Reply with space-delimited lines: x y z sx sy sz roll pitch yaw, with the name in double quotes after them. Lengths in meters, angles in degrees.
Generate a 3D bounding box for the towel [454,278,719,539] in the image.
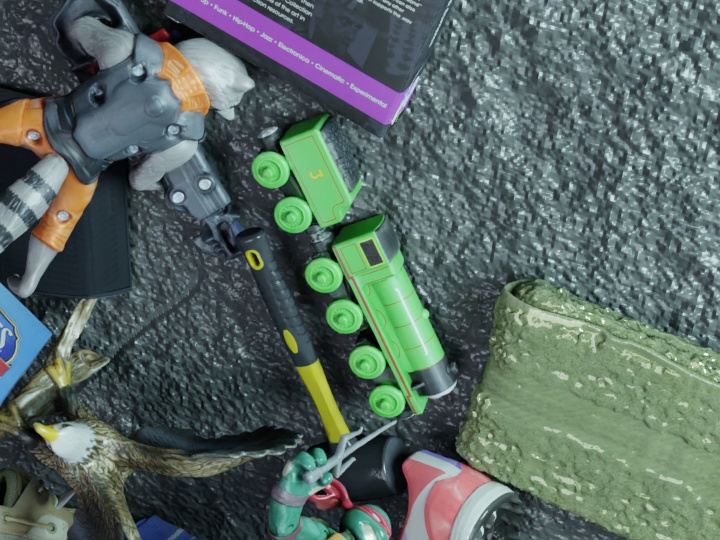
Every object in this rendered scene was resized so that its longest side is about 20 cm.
0.159 0.093 0.867 0.200 0.036 0.148 21 127 11 "towel"

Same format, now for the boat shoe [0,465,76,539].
-0.235 0.169 1.027 0.072 0.200 0.065 10 90 49 "boat shoe"

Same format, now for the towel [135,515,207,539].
-0.086 0.210 0.994 0.200 0.145 0.024 13 97 17 "towel"

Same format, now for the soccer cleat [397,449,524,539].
0.056 0.198 0.967 0.073 0.068 0.200 33 139 31 "soccer cleat"

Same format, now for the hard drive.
-0.244 -0.052 0.958 0.200 0.042 0.135 14 124 17 "hard drive"

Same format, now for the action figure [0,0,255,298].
-0.136 -0.056 0.852 0.193 0.105 0.200 -37 112 4 "action figure"

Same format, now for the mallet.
-0.022 0.061 0.922 0.066 0.041 0.200 -3 121 23 "mallet"

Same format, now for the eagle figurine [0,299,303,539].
-0.149 0.125 0.932 0.200 0.151 0.152 32 115 27 "eagle figurine"

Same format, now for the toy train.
0.000 0.000 0.882 0.056 0.042 0.200 -19 110 21 "toy train"

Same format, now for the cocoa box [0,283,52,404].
-0.323 0.054 0.963 0.200 0.131 0.133 -11 127 48 "cocoa box"

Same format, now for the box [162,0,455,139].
-0.009 -0.184 0.773 0.143 0.036 0.200 31 129 6 "box"

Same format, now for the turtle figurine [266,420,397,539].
-0.024 0.189 0.881 0.150 0.200 0.101 51 148 -5 "turtle figurine"
